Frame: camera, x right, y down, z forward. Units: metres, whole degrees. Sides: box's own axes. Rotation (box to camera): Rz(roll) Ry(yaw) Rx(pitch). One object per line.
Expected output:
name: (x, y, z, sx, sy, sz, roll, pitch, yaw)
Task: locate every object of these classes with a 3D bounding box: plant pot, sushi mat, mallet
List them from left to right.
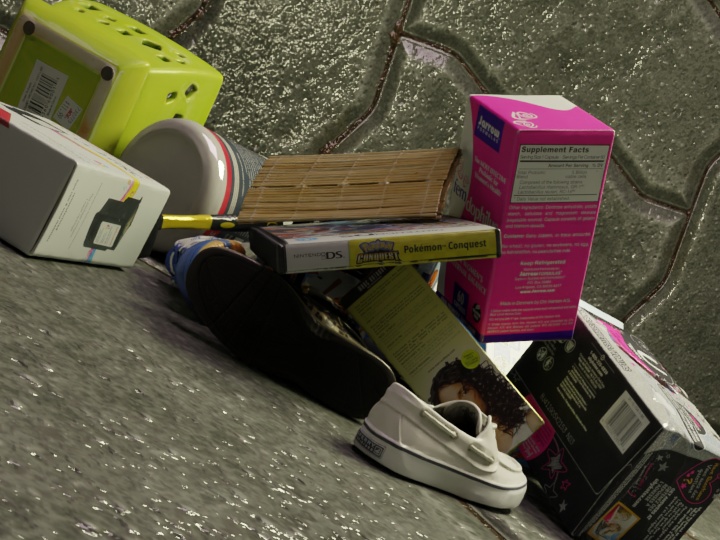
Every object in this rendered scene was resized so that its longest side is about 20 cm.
plant pot: (-0.303, -0.181, 1.481, 0.198, 0.201, 0.181, 31, 11, 16)
mallet: (-0.154, -0.057, 1.324, 0.199, 0.066, 0.041, -10, 29, -41)
sushi mat: (-0.011, -0.075, 1.204, 0.198, 0.096, 0.012, -1, -46, 25)

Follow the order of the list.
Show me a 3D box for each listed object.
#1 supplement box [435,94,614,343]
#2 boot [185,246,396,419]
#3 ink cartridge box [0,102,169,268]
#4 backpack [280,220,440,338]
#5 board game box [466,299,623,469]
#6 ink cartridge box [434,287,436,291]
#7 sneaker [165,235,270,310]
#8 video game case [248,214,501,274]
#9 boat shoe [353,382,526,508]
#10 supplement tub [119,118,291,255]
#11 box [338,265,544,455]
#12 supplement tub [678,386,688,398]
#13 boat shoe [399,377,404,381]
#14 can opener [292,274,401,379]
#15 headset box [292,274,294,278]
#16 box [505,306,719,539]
supplement box: (0.144, -0.047, 1.203, 0.102, 0.202, 0.101, -1, 24, -23)
boot: (-0.063, 0.043, 1.151, 0.199, 0.073, 0.151, 33, 4, -11)
ink cartridge box: (-0.267, -0.075, 1.117, 0.145, 0.083, 0.200, 29, 4, 12)
backpack: (0.000, 0.000, 1.339, 0.154, 0.191, 0.200, 35, 10, 6)
board game box: (0.188, 0.108, 1.404, 0.195, 0.201, 0.056, 28, -41, -25)
ink cartridge box: (0.047, 0.003, 1.529, 0.199, 0.068, 0.115, 35, 26, -6)
sneaker: (-0.144, 0.005, 1.229, 0.087, 0.076, 0.200, 9, 0, 11)
video game case: (0.005, -0.026, 1.134, 0.179, 0.026, 0.200, -5, 7, -10)
boat shoe: (0.075, 0.133, 1.047, 0.199, 0.066, 0.072, 26, 5, -42)
supplement tub: (-0.161, -0.073, 1.457, 0.140, 0.141, 0.200, 31, 4, 30)
box: (0.072, 0.081, 1.188, 0.200, 0.075, 0.050, 49, 0, 11)
supplement tub: (0.277, 0.161, 1.619, 0.199, 0.146, 0.145, 31, 4, 28)
boat shoe: (0.062, 0.095, 1.535, 0.073, 0.063, 0.201, 30, 5, -22)
can opener: (-0.014, 0.054, 1.508, 0.063, 0.079, 0.200, 36, 7, -43)
headset box: (0.000, 0.000, 1.647, 0.199, 0.149, 0.075, 28, 5, -20)
box: (0.228, 0.145, 1.221, 0.114, 0.132, 0.200, 26, 20, -32)
